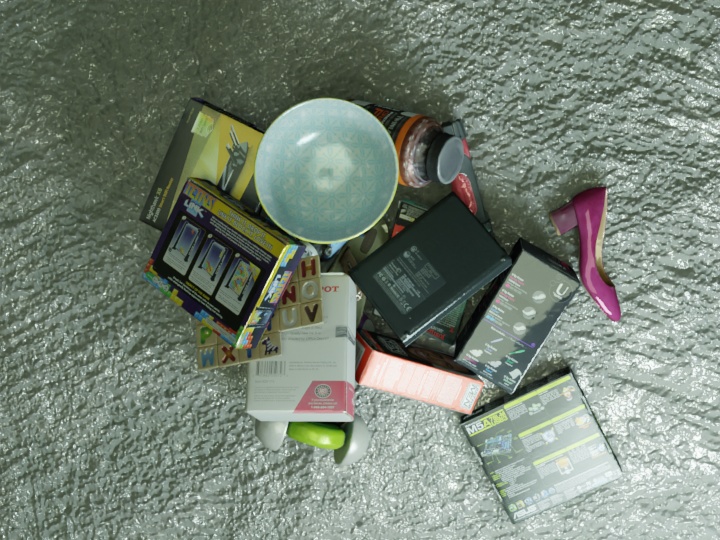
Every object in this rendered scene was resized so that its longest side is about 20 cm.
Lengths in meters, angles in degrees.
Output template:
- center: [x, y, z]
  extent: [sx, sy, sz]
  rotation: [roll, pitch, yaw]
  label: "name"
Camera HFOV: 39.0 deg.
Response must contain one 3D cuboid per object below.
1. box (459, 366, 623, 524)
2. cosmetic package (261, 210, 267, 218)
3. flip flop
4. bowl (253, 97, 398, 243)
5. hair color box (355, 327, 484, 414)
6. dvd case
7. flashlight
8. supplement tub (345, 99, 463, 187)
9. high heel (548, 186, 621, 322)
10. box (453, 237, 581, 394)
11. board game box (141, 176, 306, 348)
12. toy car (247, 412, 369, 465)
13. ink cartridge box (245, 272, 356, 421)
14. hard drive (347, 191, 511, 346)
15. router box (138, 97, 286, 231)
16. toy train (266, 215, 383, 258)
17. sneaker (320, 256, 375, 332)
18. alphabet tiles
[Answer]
- center: [0.288, 0.281, 1.628]
  extent: [0.199, 0.048, 0.194]
  rotation: [-28, 94, 11]
  label: "box"
- center: [-0.187, -0.096, 1.579]
  extent: [0.074, 0.102, 0.201]
  rotation: [-24, 95, 10]
  label: "cosmetic package"
- center: [0.000, 0.000, 1.552]
  extent: [0.081, 0.058, 0.201]
  rotation: [35, 65, -24]
  label: "flip flop"
- center: [-0.049, -0.135, 1.436]
  extent: [0.199, 0.108, 0.201]
  rotation: [0, 89, -2]
  label: "bowl"
- center: [0.078, 0.153, 1.561]
  extent: [0.199, 0.102, 0.061]
  rotation: [18, 102, -24]
  label: "hair color box"
- center: [0.105, 0.004, 1.574]
  extent: [0.145, 0.022, 0.201]
  rotation: [20, 113, 14]
  label: "dvd case"
- center: [0.149, -0.127, 1.554]
  extent: [0.067, 0.068, 0.201]
  rotation: [-12, 99, 17]
  label: "flashlight"
- center: [0.050, -0.184, 1.496]
  extent: [0.199, 0.107, 0.107]
  rotation: [18, 104, 32]
  label: "supplement tub"
- center: [0.372, -0.024, 1.546]
  extent: [0.096, 0.067, 0.200]
  rotation: [-28, 93, 21]
  label: "high heel"
- center: [0.237, 0.067, 1.553]
  extent: [0.106, 0.122, 0.200]
  rotation: [30, 103, 0]
  label: "box"
- center: [-0.193, -0.012, 1.423]
  extent: [0.200, 0.057, 0.166]
  rotation: [34, 102, 26]
  label: "board game box"
- center: [-0.072, 0.203, 1.578]
  extent: [0.174, 0.200, 0.151]
  rotation: [17, 96, -16]
  label: "toy car"
- center: [-0.081, 0.111, 1.458]
  extent: [0.146, 0.083, 0.201]
  rotation: [-1, 73, 9]
  label: "ink cartridge box"
- center: [0.101, -0.005, 1.488]
  extent: [0.200, 0.033, 0.140]
  rotation: [-37, 71, -3]
  label: "hard drive"
- center: [-0.214, -0.131, 1.498]
  extent: [0.157, 0.052, 0.201]
  rotation: [25, 102, 2]
  label: "router box"
- center: [-0.054, -0.077, 1.527]
  extent: [0.114, 0.200, 0.087]
  rotation: [19, 137, 35]
  label: "toy train"
- center: [-0.038, 0.078, 1.622]
  extent: [0.099, 0.075, 0.201]
  rotation: [-13, 99, 26]
  label: "sneaker"
- center: [-0.146, 0.045, 1.441]
  extent: [0.199, 0.008, 0.168]
  rotation: [-12, 69, 19]
  label: "alphabet tiles"
